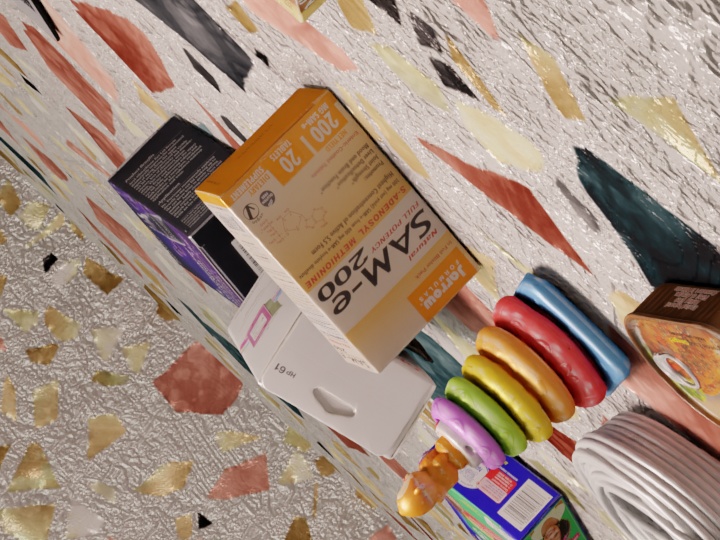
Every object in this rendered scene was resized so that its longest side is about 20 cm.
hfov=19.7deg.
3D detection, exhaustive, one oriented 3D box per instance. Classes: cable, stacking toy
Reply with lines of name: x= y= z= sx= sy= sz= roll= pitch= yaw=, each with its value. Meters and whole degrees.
cable: x=0.255 y=0.192 z=1.635 sx=0.200 sy=0.069 sz=0.200 roll=43 pitch=171 yaw=18
stacking toy: x=0.097 y=0.108 z=1.549 sx=0.110 sy=0.200 sz=0.116 roll=44 pitch=171 yaw=8

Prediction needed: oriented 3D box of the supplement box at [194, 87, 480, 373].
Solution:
supplement box: x=-0.017 y=-0.032 z=1.665 sx=0.200 sy=0.126 sz=0.074 roll=48 pitch=168 yaw=-19

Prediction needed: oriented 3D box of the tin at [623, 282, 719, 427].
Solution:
tin: x=0.233 y=0.059 z=1.276 sx=0.112 sy=0.042 sz=0.200 roll=51 pitch=169 yaw=-13

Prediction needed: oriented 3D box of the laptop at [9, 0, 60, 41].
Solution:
laptop: x=-0.467 y=-0.324 z=2.340 sx=0.187 sy=0.116 sz=0.200 roll=41 pitch=169 yaw=26

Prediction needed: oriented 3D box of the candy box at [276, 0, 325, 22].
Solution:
candy box: x=-0.093 y=-0.253 z=1.279 sx=0.200 sy=0.055 sz=0.115 roll=43 pitch=170 yaw=13

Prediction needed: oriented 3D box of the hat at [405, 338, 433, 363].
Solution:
hat: x=0.000 y=0.000 z=1.858 sx=0.201 sy=0.081 sz=0.201 roll=33 pitch=-175 yaw=-3

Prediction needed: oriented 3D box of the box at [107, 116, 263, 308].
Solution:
box: x=-0.150 y=-0.055 z=2.179 sx=0.200 sy=0.104 sz=0.148 roll=31 pitch=164 yaw=53

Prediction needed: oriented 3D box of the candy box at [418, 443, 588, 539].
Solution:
candy box: x=0.171 y=0.274 z=2.287 sx=0.169 sy=0.077 sz=0.200 roll=36 pitch=168 yaw=40

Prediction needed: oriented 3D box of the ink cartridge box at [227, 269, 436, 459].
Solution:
ink cartridge box: x=-0.029 y=0.079 z=1.878 sx=0.145 sy=0.085 sz=0.200 roll=31 pitch=-175 yaw=-16
